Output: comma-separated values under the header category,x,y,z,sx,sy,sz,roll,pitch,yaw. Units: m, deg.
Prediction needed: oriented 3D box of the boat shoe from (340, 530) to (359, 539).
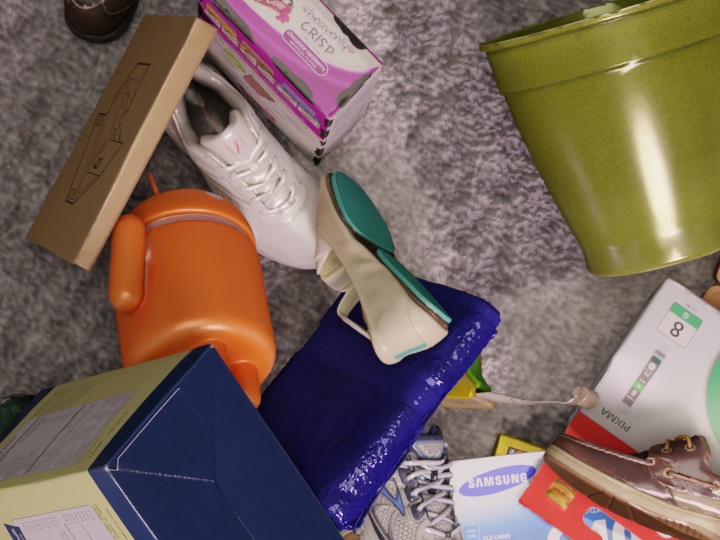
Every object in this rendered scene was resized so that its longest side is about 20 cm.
category,x,y,z,sx,sy,sz,roll,pitch,yaw
boat shoe,0.004,0.230,1.589,0.073,0.063,0.200,-45,97,-7

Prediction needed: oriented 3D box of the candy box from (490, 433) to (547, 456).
category,x,y,z,sx,sy,sz,roll,pitch,yaw
candy box,0.185,0.206,1.623,0.198,0.026,0.103,19,86,1

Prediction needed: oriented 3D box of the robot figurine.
category,x,y,z,sx,sy,sz,roll,pitch,yaw
robot figurine,-0.127,0.022,1.561,0.143,0.117,0.201,4,50,-21

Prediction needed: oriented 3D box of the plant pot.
category,x,y,z,sx,sy,sz,roll,pitch,yaw
plant pot,0.209,-0.104,1.578,0.199,0.200,0.195,-16,98,-2

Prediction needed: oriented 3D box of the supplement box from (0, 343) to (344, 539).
category,x,y,z,sx,sy,sz,roll,pitch,yaw
supplement box,-0.150,0.184,1.469,0.201,0.199,0.134,58,46,-18

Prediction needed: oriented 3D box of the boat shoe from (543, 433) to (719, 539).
category,x,y,z,sx,sy,sz,roll,pitch,yaw
boat shoe,0.232,0.153,1.517,0.199,0.072,0.072,22,78,8

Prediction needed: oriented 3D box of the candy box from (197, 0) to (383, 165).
category,x,y,z,sx,sy,sz,roll,pitch,yaw
candy box,-0.055,-0.160,1.561,0.061,0.200,0.136,-44,89,-8

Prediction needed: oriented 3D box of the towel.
category,x,y,z,sx,sy,sz,roll,pitch,yaw
towel,0.003,0.090,1.544,0.200,0.147,0.050,-51,130,-14

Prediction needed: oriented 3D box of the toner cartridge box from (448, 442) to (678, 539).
category,x,y,z,sx,sy,sz,roll,pitch,yaw
toner cartridge box,0.164,0.182,1.590,0.198,0.043,0.096,-7,78,-4

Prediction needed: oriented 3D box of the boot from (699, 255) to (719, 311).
category,x,y,z,sx,sy,sz,roll,pitch,yaw
boot,0.353,0.007,1.619,0.154,0.074,0.201,32,84,6

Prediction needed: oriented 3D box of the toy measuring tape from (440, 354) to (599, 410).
category,x,y,z,sx,sy,sz,roll,pitch,yaw
toy measuring tape,0.088,0.068,1.590,0.198,0.073,0.074,0,85,31

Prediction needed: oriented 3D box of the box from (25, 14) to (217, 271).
category,x,y,z,sx,sy,sz,roll,pitch,yaw
box,-0.182,-0.100,1.579,0.021,0.163,0.201,29,86,-21

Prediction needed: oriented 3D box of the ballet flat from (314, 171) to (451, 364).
category,x,y,z,sx,sy,sz,roll,pitch,yaw
ballet flat,0.000,0.000,1.545,0.069,0.200,0.070,-12,127,-16

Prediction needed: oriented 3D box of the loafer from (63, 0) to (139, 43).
category,x,y,z,sx,sy,sz,roll,pitch,yaw
loafer,-0.182,-0.278,1.634,0.072,0.071,0.202,12,86,0

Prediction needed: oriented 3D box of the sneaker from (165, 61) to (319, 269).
category,x,y,z,sx,sy,sz,roll,pitch,yaw
sneaker,-0.090,-0.080,1.606,0.078,0.099,0.200,-43,87,-3

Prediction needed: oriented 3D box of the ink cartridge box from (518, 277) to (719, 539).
category,x,y,z,sx,sy,sz,roll,pitch,yaw
ink cartridge box,0.237,0.131,1.558,0.160,0.050,0.201,35,78,5

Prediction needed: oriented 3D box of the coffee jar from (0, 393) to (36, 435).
category,x,y,z,sx,sy,sz,roll,pitch,yaw
coffee jar,-0.257,0.198,1.582,0.085,0.104,0.202,-19,85,6

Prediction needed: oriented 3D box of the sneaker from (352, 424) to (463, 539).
category,x,y,z,sx,sy,sz,roll,pitch,yaw
sneaker,0.033,0.159,1.549,0.085,0.077,0.200,-54,55,22
